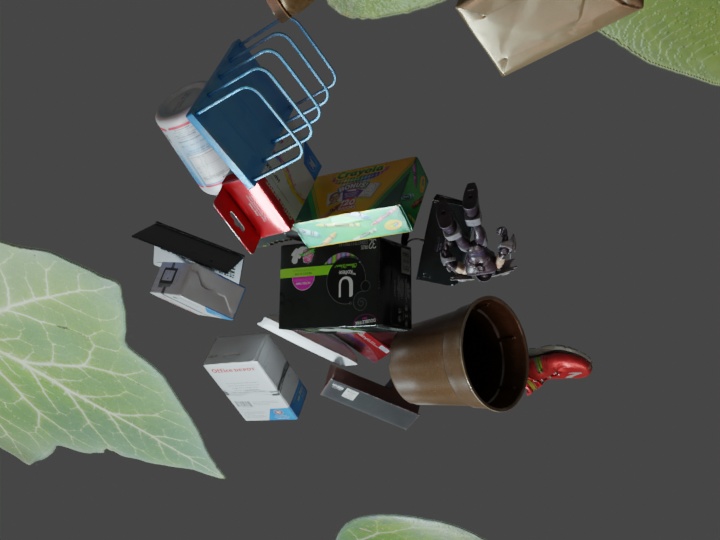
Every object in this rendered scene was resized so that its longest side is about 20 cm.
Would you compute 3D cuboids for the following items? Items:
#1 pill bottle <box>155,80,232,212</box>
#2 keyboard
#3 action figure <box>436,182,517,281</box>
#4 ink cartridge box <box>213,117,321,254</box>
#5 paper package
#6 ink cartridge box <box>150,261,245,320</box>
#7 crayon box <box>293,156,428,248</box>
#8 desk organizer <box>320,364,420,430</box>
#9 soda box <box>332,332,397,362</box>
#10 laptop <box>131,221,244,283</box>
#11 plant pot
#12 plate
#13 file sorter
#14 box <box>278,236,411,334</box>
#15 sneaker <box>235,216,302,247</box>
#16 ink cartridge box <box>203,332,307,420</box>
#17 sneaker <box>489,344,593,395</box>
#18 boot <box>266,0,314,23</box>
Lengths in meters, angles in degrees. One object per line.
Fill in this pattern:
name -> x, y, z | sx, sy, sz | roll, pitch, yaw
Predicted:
pill bottle -> -0.238, -0.197, 1.373 | 0.108, 0.109, 0.201 | -6, 132, 28
keyboard -> 0.123, -0.053, 1.442 | 0.125, 0.021, 0.201 | 11, 137, 3
action figure -> 0.186, -0.045, 1.374 | 0.129, 0.070, 0.201 | -18, 138, 11
ink cartridge box -> -0.143, -0.137, 1.327 | 0.067, 0.201, 0.117 | -11, 130, 32
paper package -> 0.220, -0.347, 0.954 | 0.189, 0.201, 0.104 | -21, 125, 36
ink cartridge box -> -0.315, 0.036, 1.583 | 0.115, 0.069, 0.199 | 29, 166, -30
crayon box -> 0.001, -0.109, 1.358 | 0.198, 0.120, 0.059 | -8, 131, 29
desk organizer -> 0.027, 0.247, 1.743 | 0.198, 0.078, 0.072 | 23, 139, -8
soda box -> -0.023, 0.088, 1.612 | 0.199, 0.070, 0.063 | 36, 137, -17
laptop -> -0.330, -0.006, 1.609 | 0.185, 0.117, 0.201 | 21, 139, 1
plant pot -> 0.170, 0.160, 1.530 | 0.197, 0.201, 0.200 | -14, 129, 44
plate -> -0.104, 0.132, 1.670 | 0.198, 0.033, 0.200 | 28, 169, -7
file sorter -> -0.130, -0.248, 1.210 | 0.122, 0.201, 0.139 | -20, 125, 32
box -> -0.026, 0.030, 1.435 | 0.198, 0.151, 0.124 | -5, 170, 30
sneaker -> -0.130, -0.078, 1.491 | 0.198, 0.075, 0.107 | 20, 145, 15
ink cartridge box -> -0.227, 0.237, 1.844 | 0.145, 0.086, 0.201 | -6, 130, 27
sneaker -> 0.332, 0.193, 1.561 | 0.198, 0.085, 0.077 | -5, 133, 27
boot -> -0.124, -0.435, 1.120 | 0.075, 0.074, 0.201 | -23, 129, 17
